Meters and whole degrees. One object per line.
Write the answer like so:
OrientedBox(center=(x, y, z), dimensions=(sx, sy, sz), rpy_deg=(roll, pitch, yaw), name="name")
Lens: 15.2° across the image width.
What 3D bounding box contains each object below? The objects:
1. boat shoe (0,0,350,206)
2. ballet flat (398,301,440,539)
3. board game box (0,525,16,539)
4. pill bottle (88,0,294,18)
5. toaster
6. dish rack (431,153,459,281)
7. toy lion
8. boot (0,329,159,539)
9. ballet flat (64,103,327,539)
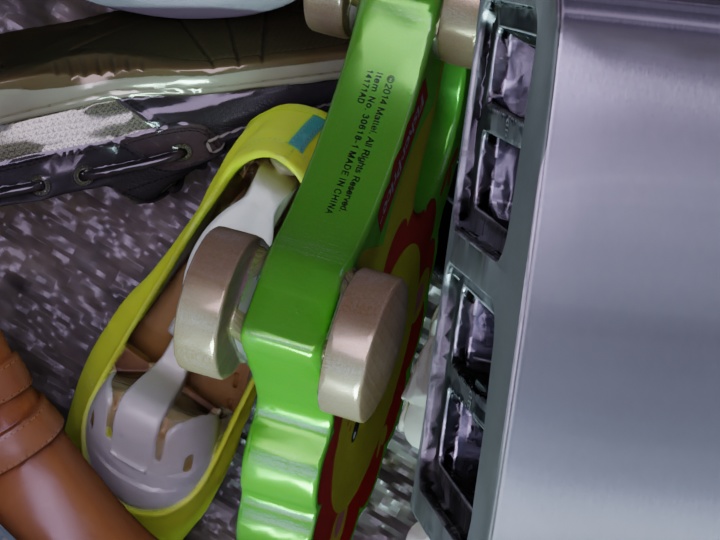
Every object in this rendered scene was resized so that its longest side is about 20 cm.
OrientedBox(center=(-0.088, -0.058, 1.019), dimensions=(0.200, 0.072, 0.066), rpy_deg=(-8, 118, -6), name="boat shoe")
OrientedBox(center=(0.045, 0.071, 0.938), dimensions=(0.069, 0.070, 0.201), rpy_deg=(-1, 107, 6), name="ballet flat")
OrientedBox(center=(-0.145, 0.202, 0.930), dimensions=(0.199, 0.043, 0.200), rpy_deg=(42, 108, 18), name="board game box")
OrientedBox(center=(-0.061, -0.203, 0.984), dimensions=(0.111, 0.111, 0.201), rpy_deg=(4, 76, 6), name="pill bottle")
OrientedBox(center=(0.090, 0.008, 0.786), dimensions=(0.118, 0.200, 0.182), rpy_deg=(6, 97, -7), name="toaster")
OrientedBox(center=(0.101, -0.061, 0.944), dimensions=(0.153, 0.054, 0.201), rpy_deg=(43, 123, 35), name="dish rack")
OrientedBox(center=(0.000, 0.000, 0.921), dimensions=(0.068, 0.192, 0.201), rpy_deg=(15, 71, 11), name="toy lion")
OrientedBox(center=(-0.113, 0.080, 0.960), dimensions=(0.199, 0.074, 0.156), rpy_deg=(1, 113, 37), name="boot")
OrientedBox(center=(-0.063, 0.029, 0.989), dimensions=(0.067, 0.067, 0.201), rpy_deg=(30, 107, 2), name="ballet flat")
